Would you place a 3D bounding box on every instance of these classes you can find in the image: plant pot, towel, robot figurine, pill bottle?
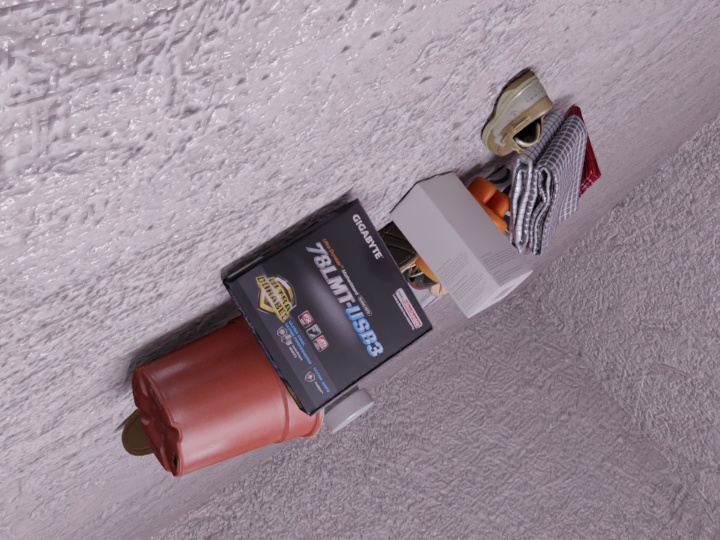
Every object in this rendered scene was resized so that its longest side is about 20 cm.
[{"bbox_3d":[-0.184,0.167,1.037,0.195,0.201,0.201,-20,160,-32],"label":"plant pot"},{"bbox_3d":[0.308,-0.138,1.279,0.166,0.085,0.200,-54,151,-39],"label":"towel"},{"bbox_3d":[0.163,-0.061,1.299,0.200,0.117,0.144,-53,149,9],"label":"robot figurine"},{"bbox_3d":[0.366,-0.186,1.411,0.022,0.145,0.200,-4,158,-14],"label":"towel"},{"bbox_3d":[-0.070,0.173,1.346,0.109,0.200,0.110,-35,168,-9],"label":"pill bottle"}]

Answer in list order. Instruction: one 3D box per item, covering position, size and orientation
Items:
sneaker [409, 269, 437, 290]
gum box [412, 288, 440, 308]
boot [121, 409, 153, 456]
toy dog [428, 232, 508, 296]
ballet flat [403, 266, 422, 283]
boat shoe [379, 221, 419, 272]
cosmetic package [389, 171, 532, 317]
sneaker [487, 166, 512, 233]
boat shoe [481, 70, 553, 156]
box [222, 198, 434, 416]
[{"bbox_3d":[0.169,-0.020,1.456,0.200,0.071,0.098,-36,-157,21],"label":"sneaker"},{"bbox_3d":[0.189,0.005,1.757,0.200,0.066,0.113,-44,165,29],"label":"gum box"},{"bbox_3d":[-0.281,0.226,1.269,0.200,0.074,0.155,-36,172,5],"label":"boot"},{"bbox_3d":[0.196,-0.041,1.554,0.200,0.132,0.096,-43,137,-8],"label":"toy dog"},{"bbox_3d":[0.131,-0.046,1.410,0.068,0.068,0.200,-21,160,-46],"label":"ballet flat"},{"bbox_3d":[0.036,-0.007,1.252,0.200,0.072,0.076,-47,169,-6],"label":"boat shoe"},{"bbox_3d":[0.151,-0.043,1.171,0.108,0.200,0.085,-20,158,-47],"label":"cosmetic package"},{"bbox_3d":[0.282,-0.103,1.475,0.079,0.130,0.199,-32,166,-15],"label":"sneaker"},{"bbox_3d":[0.223,-0.202,1.098,0.074,0.066,0.200,-36,168,-6],"label":"boat shoe"},{"bbox_3d":[-0.038,0.044,0.975,0.198,0.200,0.050,-32,-171,-15],"label":"box"}]
